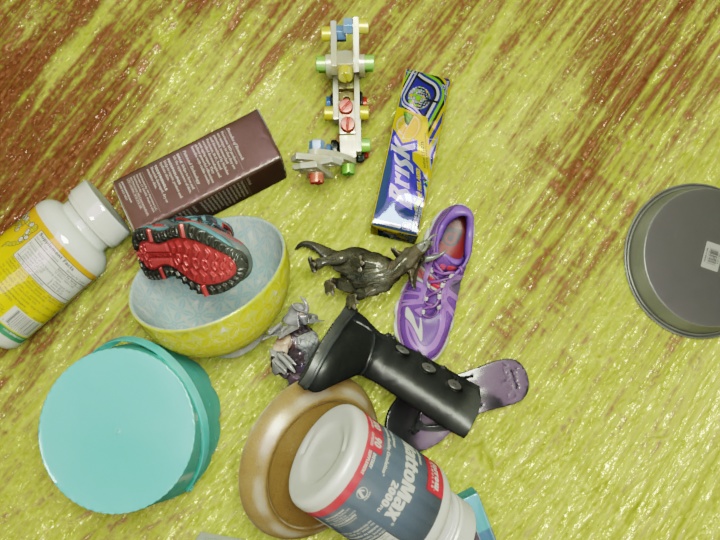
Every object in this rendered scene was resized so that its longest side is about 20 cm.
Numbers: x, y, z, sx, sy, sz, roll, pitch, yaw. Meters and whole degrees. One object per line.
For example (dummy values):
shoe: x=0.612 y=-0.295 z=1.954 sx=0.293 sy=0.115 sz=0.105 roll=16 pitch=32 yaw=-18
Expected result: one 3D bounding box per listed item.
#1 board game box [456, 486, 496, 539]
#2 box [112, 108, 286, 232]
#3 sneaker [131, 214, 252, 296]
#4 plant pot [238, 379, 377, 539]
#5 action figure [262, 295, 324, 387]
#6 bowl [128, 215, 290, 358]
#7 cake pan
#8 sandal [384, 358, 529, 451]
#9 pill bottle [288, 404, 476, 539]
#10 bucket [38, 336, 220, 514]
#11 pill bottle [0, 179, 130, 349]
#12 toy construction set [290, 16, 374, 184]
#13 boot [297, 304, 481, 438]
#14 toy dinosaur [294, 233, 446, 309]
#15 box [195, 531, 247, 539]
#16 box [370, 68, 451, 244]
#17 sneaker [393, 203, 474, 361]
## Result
board game box: x=0.078 y=0.377 z=0.975 sx=0.196 sy=0.047 sz=0.154 roll=-22 pitch=85 yaw=-4
box: x=-0.193 y=-0.112 z=0.995 sx=0.197 sy=0.100 sz=0.076 roll=-26 pitch=84 yaw=-5
sneaker: x=-0.173 y=-0.034 z=0.894 sx=0.095 sy=0.198 sz=0.081 roll=-31 pitch=119 yaw=-36
plant pot: x=-0.050 y=0.221 z=0.937 sx=0.197 sy=0.027 sz=0.205 roll=-12 pitch=109 yaw=-35
action figure: x=-0.066 y=0.131 z=0.972 sx=0.068 sy=0.129 sz=0.205 roll=2 pitch=98 yaw=36
bowl: x=-0.165 y=0.038 z=0.965 sx=0.197 sy=0.201 sz=0.109 roll=-23 pitch=128 yaw=-4
cake pan: x=0.440 y=-0.015 z=1.035 sx=0.195 sy=0.037 sz=0.206 roll=0 pitch=83 yaw=-2
sandal: x=0.116 y=0.162 z=1.002 sx=0.197 sy=0.043 sz=0.077 roll=-26 pitch=85 yaw=-4
pill bottle: x=0.030 y=0.248 z=0.884 sx=0.199 sy=0.119 sz=0.121 roll=38 pitch=83 yaw=-23
bucket: x=-0.266 y=0.180 z=0.943 sx=0.202 sy=0.135 sz=0.213 roll=0 pitch=85 yaw=-3
pill bottle: x=-0.380 y=-0.012 z=0.972 sx=0.199 sy=0.113 sz=0.113 roll=-41 pitch=86 yaw=-5
toy construction set: x=-0.023 y=-0.197 z=0.994 sx=0.090 sy=0.131 sz=0.205 roll=13 pitch=83 yaw=0
boot: x=0.040 y=0.131 z=0.913 sx=0.198 sy=0.165 sz=0.066 roll=35 pitch=119 yaw=1
toy dinosaur: x=0.000 y=0.000 z=0.987 sx=0.197 sy=0.101 sz=0.079 roll=1 pitch=97 yaw=42
box: x=-0.157 y=0.395 z=0.889 sx=0.104 sy=0.200 sz=0.156 roll=11 pitch=83 yaw=-2
box: x=0.063 y=-0.142 z=1.021 sx=0.063 sy=0.070 sz=0.205 roll=12 pitch=83 yaw=2
sneaker: x=0.093 y=0.012 z=0.999 sx=0.079 sy=0.083 sz=0.205 roll=15 pitch=84 yaw=0
